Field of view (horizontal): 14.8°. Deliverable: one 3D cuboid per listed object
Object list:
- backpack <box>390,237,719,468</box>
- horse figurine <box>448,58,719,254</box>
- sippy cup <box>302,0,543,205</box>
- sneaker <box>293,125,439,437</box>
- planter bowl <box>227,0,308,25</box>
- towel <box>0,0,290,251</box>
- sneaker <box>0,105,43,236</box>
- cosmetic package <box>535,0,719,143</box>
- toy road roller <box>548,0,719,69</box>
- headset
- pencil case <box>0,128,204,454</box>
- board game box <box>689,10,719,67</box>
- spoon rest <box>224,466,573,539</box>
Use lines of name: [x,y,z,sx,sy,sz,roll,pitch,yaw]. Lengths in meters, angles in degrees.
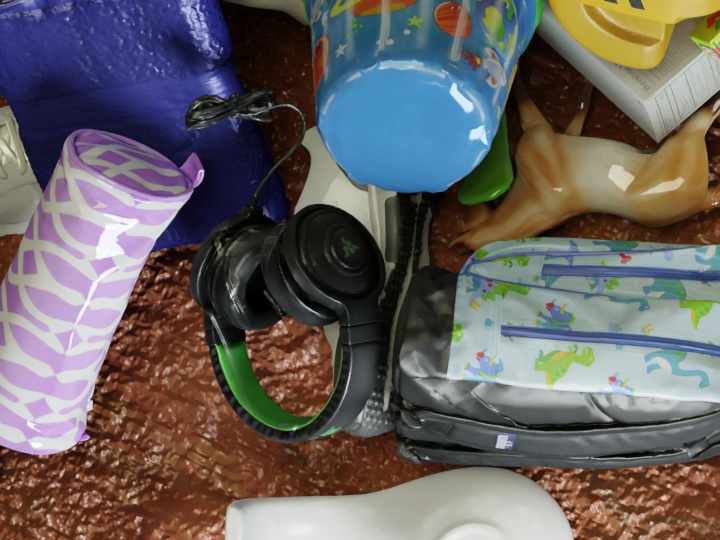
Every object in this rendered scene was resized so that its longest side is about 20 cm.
backpack: [0.127,0.049,1.542,0.199,0.163,0.154,13,68,10]
horse figurine: [0.152,-0.070,1.610,0.199,0.050,0.133,5,73,19]
sippy cup: [0.029,-0.117,1.531,0.177,0.140,0.131,24,42,-15]
sneaker: [0.000,0.000,1.634,0.080,0.074,0.201,-4,73,29]
planter bowl: [-0.038,-0.230,1.631,0.135,0.200,0.200,44,92,-7]
towel: [-0.133,-0.100,1.630,0.147,0.201,0.050,-7,39,15]
sneaker: [-0.241,-0.060,1.696,0.199,0.081,0.077,-22,73,8]
cosmetic package: [0.133,-0.167,1.607,0.082,0.051,0.200,-39,58,-8]
toy road roller: [0.117,-0.192,1.496,0.199,0.146,0.123,15,55,12]
headset: [-0.053,-0.001,1.571,0.123,0.094,0.201,-4,93,46]
pencil case: [-0.165,0.016,1.621,0.201,0.085,0.084,-64,28,25]
board game box: [0.289,-0.096,1.530,0.200,0.048,0.102,43,92,-12]
spoon rest: [0.024,0.155,1.594,0.199,0.061,0.100,6,103,7]
